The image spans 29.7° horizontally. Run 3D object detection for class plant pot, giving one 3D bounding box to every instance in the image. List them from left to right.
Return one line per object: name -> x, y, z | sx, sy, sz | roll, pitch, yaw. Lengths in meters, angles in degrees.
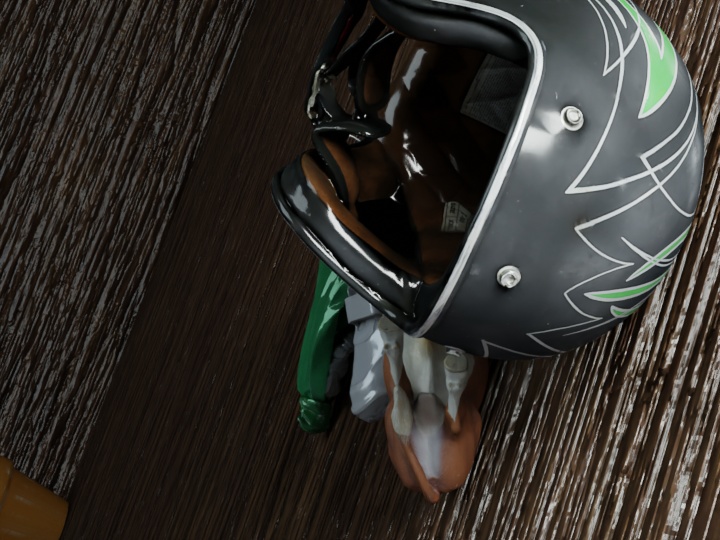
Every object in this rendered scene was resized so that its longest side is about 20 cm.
plant pot -> -0.661, 0.470, 2.576 | 0.201, 0.181, 0.201 | -57, 18, 30

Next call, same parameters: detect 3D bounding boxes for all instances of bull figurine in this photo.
bull figurine -> 0.044, 0.038, 0.823 | 0.122, 0.064, 0.202 | 80, -174, -47

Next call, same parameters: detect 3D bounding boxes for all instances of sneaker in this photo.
sneaker -> 0.000, 0.000, 0.972 | 0.075, 0.114, 0.203 | -31, 39, 67

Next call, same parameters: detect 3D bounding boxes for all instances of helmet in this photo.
helmet -> 0.069, -0.054, 0.647 | 0.200, 0.190, 0.201 | -42, -24, -23

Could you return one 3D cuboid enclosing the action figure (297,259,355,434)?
action figure -> -0.016, 0.034, 1.107 | 0.118, 0.054, 0.203 | -159, 84, -75
